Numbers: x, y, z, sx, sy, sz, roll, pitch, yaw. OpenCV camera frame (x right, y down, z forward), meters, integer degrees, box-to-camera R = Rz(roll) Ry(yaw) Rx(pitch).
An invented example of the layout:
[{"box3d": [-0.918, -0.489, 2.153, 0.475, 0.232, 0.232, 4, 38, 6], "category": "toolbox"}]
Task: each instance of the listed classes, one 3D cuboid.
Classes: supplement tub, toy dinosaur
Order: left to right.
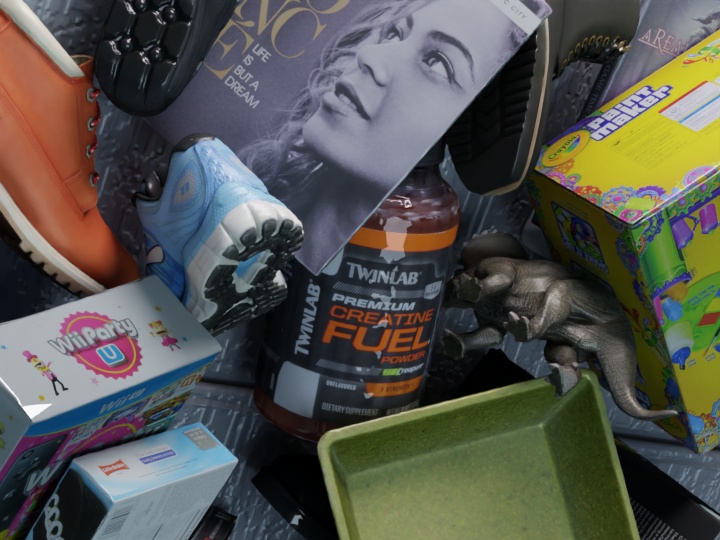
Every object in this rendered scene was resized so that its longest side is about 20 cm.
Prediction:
[{"box3d": [0.000, 0.000, 1.144, 0.107, 0.107, 0.200, -2, 113, -32], "category": "supplement tub"}, {"box3d": [0.115, 0.025, 1.154, 0.102, 0.200, 0.077, -33, 132, -44], "category": "toy dinosaur"}]

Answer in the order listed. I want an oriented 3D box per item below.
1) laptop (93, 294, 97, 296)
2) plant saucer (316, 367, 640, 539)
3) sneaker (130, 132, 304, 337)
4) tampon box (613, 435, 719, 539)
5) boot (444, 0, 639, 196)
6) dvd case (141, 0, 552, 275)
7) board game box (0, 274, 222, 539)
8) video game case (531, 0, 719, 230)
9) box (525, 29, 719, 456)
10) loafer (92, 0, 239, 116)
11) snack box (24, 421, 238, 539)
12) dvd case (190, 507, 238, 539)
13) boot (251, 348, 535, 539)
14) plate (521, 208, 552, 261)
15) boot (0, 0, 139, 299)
[{"box3d": [-0.251, 0.052, 1.019, 0.200, 0.103, 0.177, 26, 126, -13], "category": "laptop"}, {"box3d": [0.074, 0.177, 1.144, 0.200, 0.048, 0.200, -12, 85, -28], "category": "plant saucer"}, {"box3d": [-0.088, -0.018, 1.063, 0.078, 0.090, 0.200, -25, 166, -24], "category": "sneaker"}, {"box3d": [0.194, 0.206, 1.305, 0.150, 0.200, 0.126, 35, 91, -39], "category": "tampon box"}, {"box3d": [0.121, -0.127, 1.135, 0.138, 0.077, 0.200, 21, 66, -41], "category": "boot"}, {"box3d": [-0.013, -0.120, 1.064, 0.149, 0.016, 0.200, 42, 94, 4], "category": "dvd case"}, {"box3d": [-0.183, 0.103, 1.008, 0.147, 0.064, 0.200, -20, 151, -52], "category": "board game box"}, {"box3d": [0.208, -0.102, 1.245, 0.143, 0.019, 0.200, 17, 103, -36], "category": "video game case"}, {"box3d": [0.236, -0.026, 1.209, 0.200, 0.122, 0.193, -33, 125, -15], "category": "box"}, {"box3d": [-0.090, -0.179, 1.034, 0.068, 0.070, 0.201, 23, 85, 1], "category": "loafer"}, {"box3d": [-0.157, 0.177, 1.042, 0.200, 0.037, 0.116, -57, 159, 22], "category": "snack box"}, {"box3d": [-0.129, 0.220, 1.129, 0.022, 0.200, 0.146, 33, 94, -1], "category": "dvd case"}, {"box3d": [0.039, 0.117, 1.241, 0.168, 0.076, 0.200, -52, 135, 4], "category": "boot"}, {"box3d": [0.230, -0.066, 1.307, 0.200, 0.032, 0.200, 27, 97, -37], "category": "plate"}, {"box3d": [-0.167, -0.060, 1.035, 0.107, 0.075, 0.200, -47, 128, -12], "category": "boot"}]
